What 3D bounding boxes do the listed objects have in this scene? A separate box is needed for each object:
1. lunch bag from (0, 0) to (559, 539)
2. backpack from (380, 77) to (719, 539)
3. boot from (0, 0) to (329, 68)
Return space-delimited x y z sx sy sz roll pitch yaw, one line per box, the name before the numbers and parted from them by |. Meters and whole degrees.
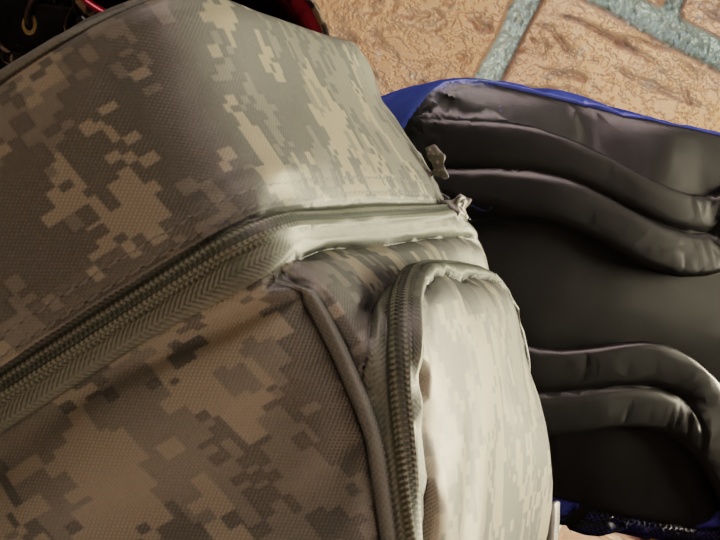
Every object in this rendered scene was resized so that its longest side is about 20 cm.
lunch bag | -0.028 0.039 0.489 0.169 0.139 0.200 61 12 6
backpack | 0.053 0.020 0.763 0.199 0.164 0.167 12 -11 -33
boot | -0.098 -0.102 0.775 0.199 0.074 0.151 29 -8 -3
